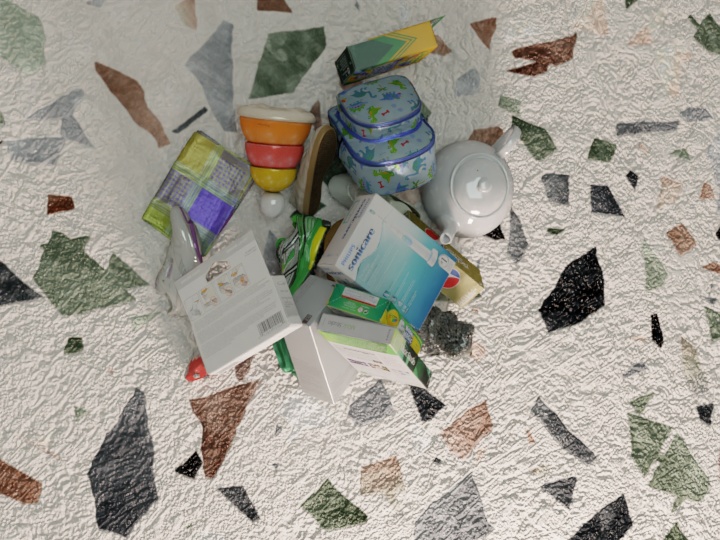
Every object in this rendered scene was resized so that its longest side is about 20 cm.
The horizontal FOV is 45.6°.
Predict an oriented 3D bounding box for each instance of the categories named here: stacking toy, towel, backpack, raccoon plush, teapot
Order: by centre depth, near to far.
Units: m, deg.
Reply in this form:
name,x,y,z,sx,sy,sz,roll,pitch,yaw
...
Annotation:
name,x,y,z,sx,sy,sz,roll,pitch,yaw
backpack,0.042,-0.242,1.537,0.179,0.149,0.202,-18,49,-12
stacking toy,-0.160,-0.196,1.557,0.142,0.146,0.205,4,102,-12
towel,-0.293,-0.141,1.570,0.142,0.023,0.202,34,82,-11
raccoon plush,0.121,0.107,1.603,0.196,0.134,0.099,19,87,-12
teapot,0.216,-0.160,1.621,0.193,0.146,0.205,-8,90,-13

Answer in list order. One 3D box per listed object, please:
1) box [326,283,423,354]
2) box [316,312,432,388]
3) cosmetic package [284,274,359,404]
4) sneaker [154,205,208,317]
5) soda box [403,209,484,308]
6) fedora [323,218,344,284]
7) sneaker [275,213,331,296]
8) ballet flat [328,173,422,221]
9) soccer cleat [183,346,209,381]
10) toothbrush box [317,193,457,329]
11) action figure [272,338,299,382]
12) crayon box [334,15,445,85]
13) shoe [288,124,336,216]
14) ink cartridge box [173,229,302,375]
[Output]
name,x,y,z,sx,sy,sz,roll,pitch,yaw
box,0.033,0.099,1.488,0.115,0.201,0.049,17,69,31
box,0.028,0.139,1.467,0.142,0.200,0.037,10,68,28
cosmetic package,-0.067,0.124,1.522,0.113,0.080,0.203,-47,137,-37
sneaker,-0.325,-0.010,1.524,0.097,0.075,0.205,-9,103,-3
soda box,0.142,-0.020,1.614,0.199,0.068,0.064,38,115,-22
fedora,0.000,0.000,1.588,0.198,0.081,0.205,20,55,-31
sneaker,-0.123,-0.007,1.555,0.083,0.078,0.204,19,72,7
ballet flat,0.035,-0.133,1.621,0.197,0.069,0.071,26,84,-11
soccer cleat,-0.256,0.116,1.553,0.200,0.068,0.085,-47,66,10
toothbrush box,0.047,-0.014,1.485,0.199,0.085,0.148,36,76,-22
action figure,-0.133,0.112,1.587,0.116,0.055,0.205,-15,89,-14
crayon box,0.060,-0.408,1.597,0.196,0.126,0.053,-21,94,-12
shoe,-0.091,-0.182,1.545,0.053,0.202,0.070,33,45,16
ink cartridge box,-0.211,0.056,1.463,0.198,0.044,0.179,-30,76,27
